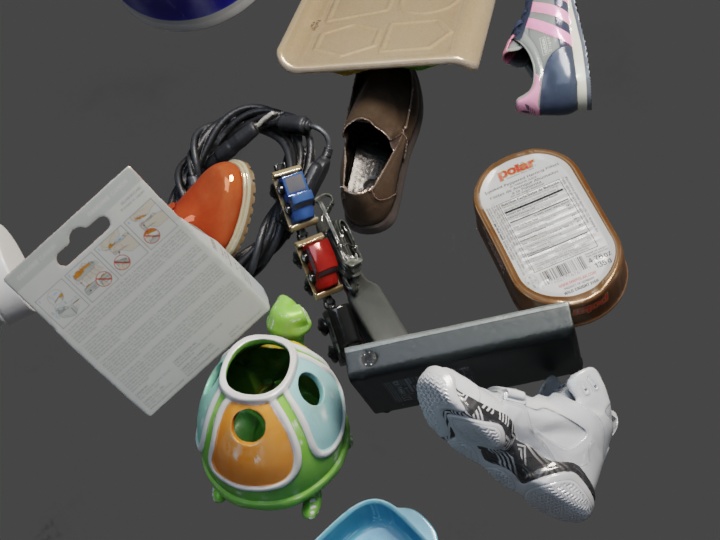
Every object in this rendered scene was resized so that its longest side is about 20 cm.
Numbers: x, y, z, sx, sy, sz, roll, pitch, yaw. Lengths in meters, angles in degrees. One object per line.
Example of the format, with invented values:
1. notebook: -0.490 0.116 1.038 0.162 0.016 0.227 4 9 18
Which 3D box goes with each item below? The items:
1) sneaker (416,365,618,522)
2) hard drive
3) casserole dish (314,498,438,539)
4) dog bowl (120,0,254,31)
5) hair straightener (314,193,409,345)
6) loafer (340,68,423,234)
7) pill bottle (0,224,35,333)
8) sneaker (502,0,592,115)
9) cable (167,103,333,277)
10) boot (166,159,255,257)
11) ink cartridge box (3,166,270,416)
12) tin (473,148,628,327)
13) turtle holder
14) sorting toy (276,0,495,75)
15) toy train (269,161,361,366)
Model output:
1. sneaker: 0.142 0.120 1.365 0.199 0.075 0.116 39 64 -16
2. hard drive: 0.095 0.080 1.391 0.197 0.140 0.033 -12 70 7
3. casserole dish: -0.010 0.294 1.377 0.200 0.039 0.121 -43 64 -9
4. dog bowl: -0.187 -0.364 1.696 0.197 0.079 0.203 -5 65 11
5. hair straightener: 0.000 0.000 1.489 0.040 0.077 0.202 -15 59 -13
6. loafer: 0.019 -0.138 1.548 0.072 0.071 0.202 -1 66 13
7. pill bottle: -0.425 0.041 1.547 0.198 0.114 0.115 -25 63 1
8. sneaker: 0.176 -0.244 1.560 0.081 0.070 0.202 -11 63 5
9. cable: -0.124 -0.074 1.553 0.162 0.051 0.202 22 81 30
10. boot: -0.182 -0.029 1.488 0.201 0.107 0.075 -52 49 11
11. ink cartridge box: -0.205 0.016 1.454 0.160 0.200 0.047 -40 26 6
12. tin: 0.175 -0.034 1.459 0.111 0.042 0.201 -19 49 -5
13. turtle holder: -0.070 0.119 1.412 0.140 0.133 0.186 23 51 31
14. sorting toy: 0.030 -0.241 1.577 0.197 0.037 0.186 2 35 11
15. toy train: -0.041 -0.007 1.474 0.034 0.046 0.202 -19 88 -20
